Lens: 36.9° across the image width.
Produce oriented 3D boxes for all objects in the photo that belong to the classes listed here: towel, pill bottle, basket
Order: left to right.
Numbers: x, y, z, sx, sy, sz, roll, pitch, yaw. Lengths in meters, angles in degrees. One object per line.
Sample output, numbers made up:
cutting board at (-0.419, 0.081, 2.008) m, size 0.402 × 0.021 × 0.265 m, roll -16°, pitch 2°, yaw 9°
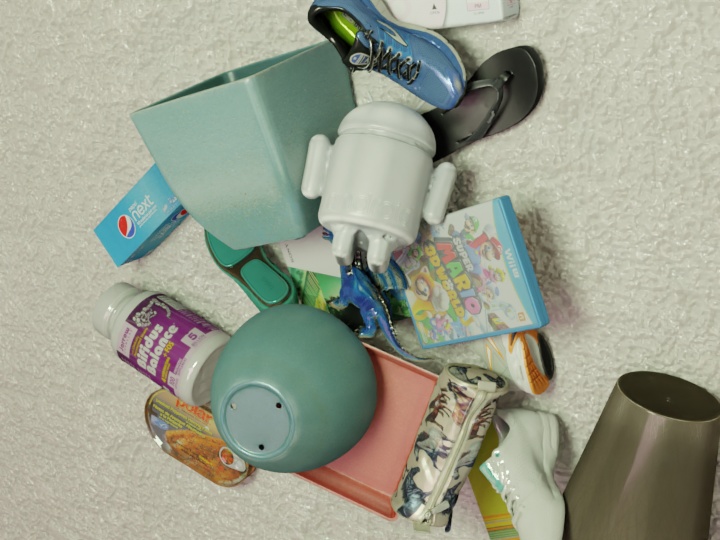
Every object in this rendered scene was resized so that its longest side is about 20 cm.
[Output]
pill bottle at (-0.281, 0.098, 1.525) m, size 0.199 × 0.112 × 0.113 m, roll 29°, pitch 121°, yaw 22°
towel at (0.182, 0.274, 1.339) m, size 0.086 × 0.018 × 0.201 m, roll -17°, pitch 96°, yaw 31°
basket at (0.310, 0.223, 1.165) m, size 0.179 × 0.136 × 0.201 m, roll 19°, pitch 113°, yaw 20°

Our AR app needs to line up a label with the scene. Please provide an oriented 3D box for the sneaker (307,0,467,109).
sneaker at (0.024, -0.233, 1.167) m, size 0.200 × 0.089 × 0.079 m, roll 35°, pitch 135°, yaw 8°

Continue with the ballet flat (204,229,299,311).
ballet flat at (-0.145, 0.001, 1.420) m, size 0.200 × 0.067 × 0.071 m, roll 48°, pitch 165°, yaw 36°

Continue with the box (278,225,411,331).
box at (0.000, 0.000, 1.349) m, size 0.199 × 0.036 × 0.145 m, roll -17°, pitch 96°, yaw 38°

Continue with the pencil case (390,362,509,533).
pencil case at (0.102, 0.199, 1.231) m, size 0.089 × 0.077 × 0.201 m, roll -124°, pitch 52°, yaw -64°

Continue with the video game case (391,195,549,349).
video game case at (0.114, 0.007, 1.204) m, size 0.200 × 0.018 × 0.144 m, roll -17°, pitch 92°, yaw 52°

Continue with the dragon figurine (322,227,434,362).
dragon figurine at (0.015, 0.023, 1.273) m, size 0.200 × 0.059 × 0.100 m, roll 48°, pitch 141°, yaw 30°

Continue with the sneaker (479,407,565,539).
sneaker at (0.177, 0.243, 1.214) m, size 0.088 × 0.201 × 0.075 m, roll 14°, pitch 135°, yaw -10°

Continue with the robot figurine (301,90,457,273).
robot figurine at (0.020, -0.101, 1.197) m, size 0.168 × 0.113 × 0.201 m, roll 12°, pitch 81°, yaw 1°

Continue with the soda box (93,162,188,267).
soda box at (-0.284, -0.088, 1.490) m, size 0.200 × 0.064 × 0.068 m, roll -38°, pitch 84°, yaw 36°

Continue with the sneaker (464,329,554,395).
sneaker at (0.151, 0.052, 1.246) m, size 0.092 × 0.076 × 0.201 m, roll -8°, pitch 101°, yaw 40°

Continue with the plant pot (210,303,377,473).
plant pot at (-0.094, 0.151, 1.248) m, size 0.199 × 0.135 × 0.202 m, roll 4°, pitch 102°, yaw 17°

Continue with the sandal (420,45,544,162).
sandal at (0.123, -0.174, 1.199) m, size 0.200 × 0.043 × 0.076 m, roll -35°, pitch 86°, yaw 37°

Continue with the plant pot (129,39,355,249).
plant pot at (-0.114, -0.140, 1.286) m, size 0.195 × 0.196 × 0.201 m, roll -9°, pitch 108°, yaw 35°

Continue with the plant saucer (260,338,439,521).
plant saucer at (-0.011, 0.177, 1.318) m, size 0.199 × 0.037 × 0.201 m, roll 23°, pitch 108°, yaw 13°

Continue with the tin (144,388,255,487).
tin at (-0.234, 0.240, 1.592) m, size 0.199 × 0.042 × 0.113 m, roll 26°, pitch 124°, yaw 24°

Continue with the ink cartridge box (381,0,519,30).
ink cartridge box at (0.080, -0.363, 1.159) m, size 0.162 × 0.057 × 0.201 m, roll 2°, pitch 112°, yaw 33°
